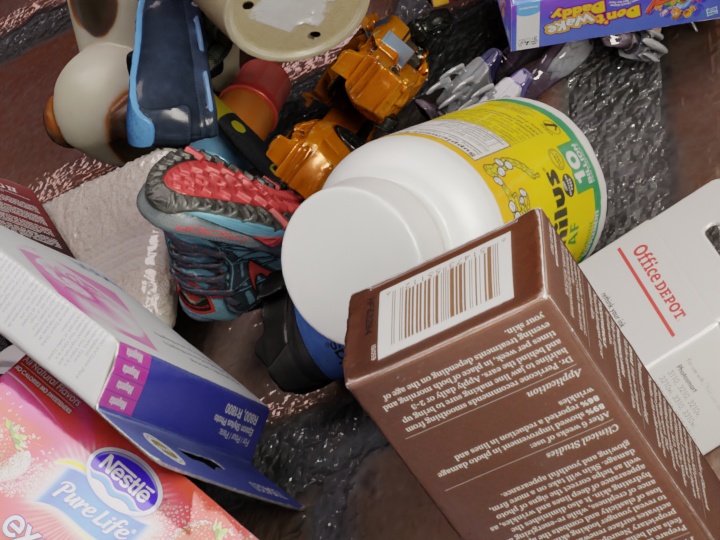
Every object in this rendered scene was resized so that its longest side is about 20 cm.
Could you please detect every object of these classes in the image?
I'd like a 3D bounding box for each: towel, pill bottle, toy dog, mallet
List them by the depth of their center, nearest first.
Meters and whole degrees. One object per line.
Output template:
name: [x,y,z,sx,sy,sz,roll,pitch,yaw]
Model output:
pill bottle: [0.044,-0.024,1.152,0.113,0.113,0.200,-15,5,33]
towel: [-0.187,0.003,1.434,0.200,0.034,0.133,-23,57,43]
mallet: [-0.087,-0.111,1.484,0.066,0.041,0.200,-29,45,-24]
toy dog: [-0.165,-0.177,1.605,0.139,0.194,0.200,3,80,30]

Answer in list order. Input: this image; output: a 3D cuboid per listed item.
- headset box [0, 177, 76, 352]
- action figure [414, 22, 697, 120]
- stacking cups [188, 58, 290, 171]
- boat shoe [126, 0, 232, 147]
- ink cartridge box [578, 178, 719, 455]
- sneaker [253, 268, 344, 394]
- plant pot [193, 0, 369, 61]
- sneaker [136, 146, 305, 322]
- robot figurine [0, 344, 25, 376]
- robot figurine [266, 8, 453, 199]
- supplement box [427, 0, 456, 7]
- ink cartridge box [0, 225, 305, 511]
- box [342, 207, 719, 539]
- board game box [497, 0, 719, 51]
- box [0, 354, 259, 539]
headset box: [-0.257,0.032,1.416,0.149,0.077,0.200,-57,39,15]
action figure: [0.129,-0.151,1.358,0.200,0.069,0.130,-44,45,0]
stacking cups: [-0.101,-0.080,1.510,0.060,0.061,0.200,-13,38,35]
boat shoe: [-0.119,-0.153,1.461,0.069,0.084,0.200,4,55,-4]
ink cartridge box: [0.128,0.052,1.083,0.200,0.068,0.115,-33,30,7]
sneaker: [-0.001,-0.001,1.280,0.111,0.077,0.200,-24,26,32]
plant pot: [-0.062,-0.236,1.373,0.187,0.187,0.200,-28,50,14]
sneaker: [-0.077,-0.008,1.292,0.079,0.200,0.096,38,99,27]
robot figurine: [-0.202,0.133,1.259,0.150,0.125,0.200,24,59,20]
robot figurine: [-0.001,-0.113,1.390,0.145,0.058,0.200,-50,5,16]
supplement box: [0.114,-0.260,1.458,0.200,0.086,0.110,-20,27,-10]
ink cartridge box: [-0.127,0.046,1.154,0.200,0.196,0.043,35,91,24]
box: [0.086,0.079,0.957,0.100,0.200,0.075,-25,29,18]
board game box: [0.139,-0.236,1.339,0.134,0.045,0.200,-9,57,-3]
box: [-0.128,0.145,1.106,0.200,0.096,0.100,37,72,27]
